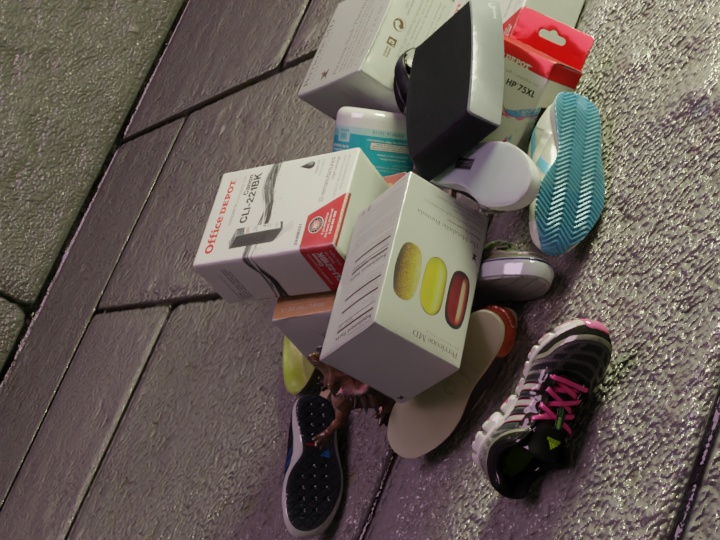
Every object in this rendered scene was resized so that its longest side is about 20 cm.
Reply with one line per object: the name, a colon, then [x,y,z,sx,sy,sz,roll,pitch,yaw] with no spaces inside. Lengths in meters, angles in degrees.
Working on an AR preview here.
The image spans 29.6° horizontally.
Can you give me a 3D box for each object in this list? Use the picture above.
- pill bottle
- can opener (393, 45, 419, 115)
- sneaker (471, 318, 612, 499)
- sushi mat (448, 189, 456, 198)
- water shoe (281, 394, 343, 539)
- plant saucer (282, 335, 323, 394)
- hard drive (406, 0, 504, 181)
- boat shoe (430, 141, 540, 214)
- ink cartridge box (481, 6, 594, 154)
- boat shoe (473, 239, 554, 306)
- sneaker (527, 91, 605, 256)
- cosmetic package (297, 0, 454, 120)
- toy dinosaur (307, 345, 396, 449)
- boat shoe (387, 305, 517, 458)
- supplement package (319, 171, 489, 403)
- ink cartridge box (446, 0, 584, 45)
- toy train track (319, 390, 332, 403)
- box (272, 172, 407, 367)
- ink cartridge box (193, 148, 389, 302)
pill bottle: [0.012,-0.113,1.811,0.111,0.110,0.201,-160,76,-66]
can opener: [0.087,-0.201,1.718,0.079,0.063,0.200,89,168,-57]
sneaker: [0.177,0.138,1.281,0.200,0.074,0.088,-56,23,23]
sushi mat: [0.091,0.007,1.605,0.096,0.012,0.200,88,-166,-55]
water shoe: [-0.059,0.249,1.661,0.079,0.071,0.200,104,174,-49]
plant saucer: [-0.059,0.071,1.831,0.200,0.031,0.201,-166,90,-73]
hard drive: [0.104,-0.208,1.525,0.135,0.042,0.200,-37,36,40]
boat shoe: [0.145,-0.095,1.473,0.199,0.068,0.074,13,80,61]
ink cartridge box: [0.174,-0.202,1.579,0.116,0.067,0.201,33,106,35]
boat shoe: [0.146,-0.003,1.499,0.200,0.072,0.062,-13,59,63]
sneaker: [0.217,-0.094,1.477,0.081,0.076,0.200,123,164,-55]
cosmetic package: [0.048,-0.288,1.907,0.200,0.166,0.168,-9,56,62]
toy dinosaur: [0.019,0.128,1.536,0.135,0.200,0.086,-39,67,44]
boat shoe: [0.101,0.121,1.468,0.200,0.071,0.063,-57,-18,19]
supplement package: [0.049,0.019,1.447,0.109,0.114,0.200,-38,31,48]
ink cartridge box: [0.180,-0.294,1.748,0.200,0.084,0.145,-8,57,62]
toy train track: [0.011,0.080,1.729,0.200,0.032,0.115,-61,25,1]
box: [0.000,0.000,1.656,0.152,0.106,0.200,-11,49,29]
ink cartridge box: [-0.081,-0.050,1.603,0.199,0.084,0.145,-9,50,31]
